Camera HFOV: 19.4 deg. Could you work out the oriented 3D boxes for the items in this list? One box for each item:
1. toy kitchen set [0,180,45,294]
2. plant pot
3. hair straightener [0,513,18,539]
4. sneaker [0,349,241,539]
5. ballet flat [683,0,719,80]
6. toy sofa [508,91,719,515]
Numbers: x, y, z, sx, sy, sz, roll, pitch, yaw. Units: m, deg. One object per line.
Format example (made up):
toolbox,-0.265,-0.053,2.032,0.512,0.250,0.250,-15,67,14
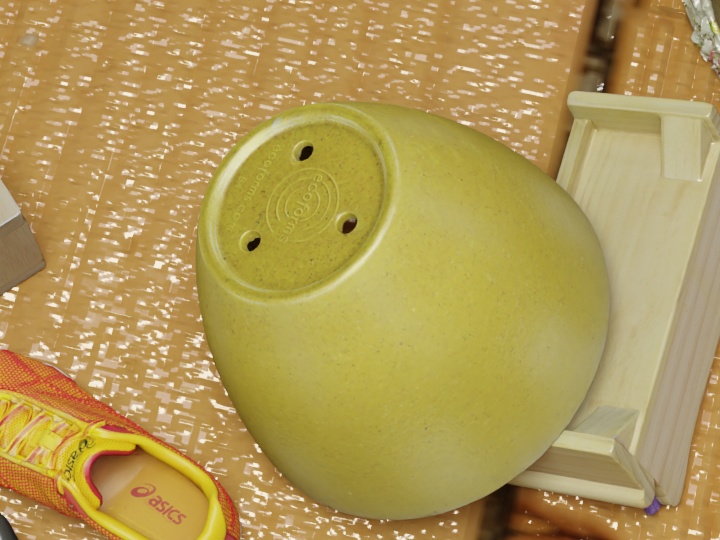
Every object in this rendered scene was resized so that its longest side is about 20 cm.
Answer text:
toy kitchen set,-0.297,-0.047,1.044,0.200,0.163,0.181,-33,73,-10
plant pot,0.000,0.000,0.995,0.199,0.142,0.201,-13,60,23
hair straightener,-0.133,0.197,1.018,0.077,0.041,0.200,-31,73,-9
sneaker,-0.146,0.084,1.040,0.199,0.077,0.073,23,74,11
ballet flat,0.225,-0.089,1.100,0.075,0.064,0.200,-31,72,2
toy sofa,0.131,0.017,1.065,0.083,0.098,0.201,7,69,30
